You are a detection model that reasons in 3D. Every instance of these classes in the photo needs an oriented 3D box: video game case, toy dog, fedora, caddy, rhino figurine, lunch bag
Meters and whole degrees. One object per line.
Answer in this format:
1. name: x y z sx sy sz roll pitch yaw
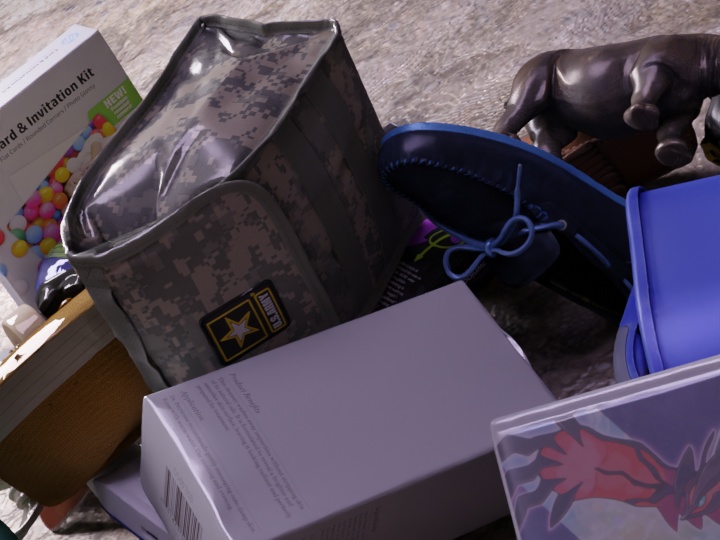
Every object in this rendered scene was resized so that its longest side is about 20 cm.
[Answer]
1. video game case: 0.172 0.128 0.791 0.200 0.023 0.182 -18 78 20
2. toy dog: -0.196 0.114 1.181 0.132 0.096 0.200 -29 47 -3
3. fedora: -0.167 0.076 1.056 0.201 0.082 0.201 -43 -1 -1
4. caddy: 0.179 0.038 0.909 0.105 0.141 0.200 -15 35 15
5. rhino figurine: 0.177 -0.107 1.067 0.200 0.060 0.088 -9 43 22
6. lunch bag: -0.066 -0.018 0.990 0.117 0.164 0.200 7 51 32

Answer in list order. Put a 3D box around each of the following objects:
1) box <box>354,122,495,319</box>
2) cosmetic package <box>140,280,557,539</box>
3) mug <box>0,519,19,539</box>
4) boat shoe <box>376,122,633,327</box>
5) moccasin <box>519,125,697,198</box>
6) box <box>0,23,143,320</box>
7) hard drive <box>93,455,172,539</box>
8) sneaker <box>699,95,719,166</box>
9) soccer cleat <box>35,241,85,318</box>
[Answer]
1. box: 0.000 0.000 1.092 0.200 0.036 0.143 -43 41 -17
2. cosmetic package: -0.004 0.094 0.945 0.200 0.081 0.113 -17 52 -24
3. mug: -0.252 0.187 1.021 0.114 0.152 0.185 46 122 60
4. boat shoe: 0.100 -0.022 1.012 0.084 0.200 0.069 -36 37 61
5. moccasin: 0.117 -0.050 1.144 0.201 0.074 0.078 -17 48 15
6. box: -0.200 -0.049 1.277 0.156 0.200 0.041 -42 32 -19
7. hard drive: -0.036 0.107 1.037 0.200 0.025 0.132 -25 27 -27
8. sneaker: 0.250 -0.076 1.087 0.090 0.070 0.200 -33 29 26
9. soccer cleat: -0.136 -0.027 1.197 0.200 0.065 0.084 -25 37 24
